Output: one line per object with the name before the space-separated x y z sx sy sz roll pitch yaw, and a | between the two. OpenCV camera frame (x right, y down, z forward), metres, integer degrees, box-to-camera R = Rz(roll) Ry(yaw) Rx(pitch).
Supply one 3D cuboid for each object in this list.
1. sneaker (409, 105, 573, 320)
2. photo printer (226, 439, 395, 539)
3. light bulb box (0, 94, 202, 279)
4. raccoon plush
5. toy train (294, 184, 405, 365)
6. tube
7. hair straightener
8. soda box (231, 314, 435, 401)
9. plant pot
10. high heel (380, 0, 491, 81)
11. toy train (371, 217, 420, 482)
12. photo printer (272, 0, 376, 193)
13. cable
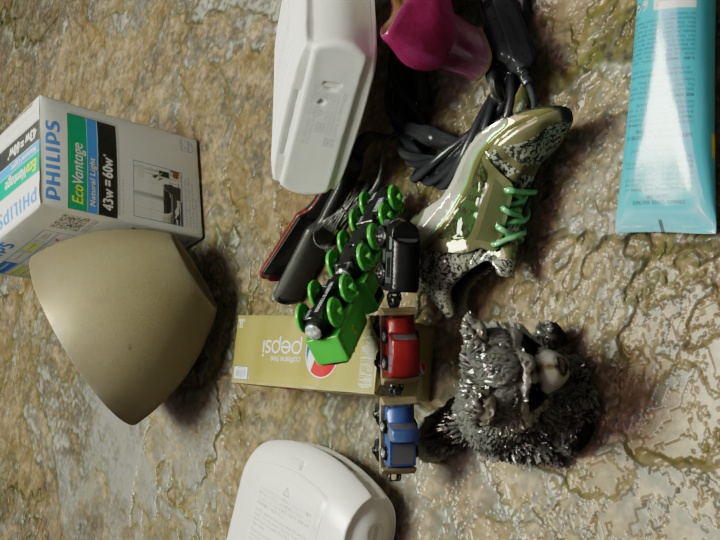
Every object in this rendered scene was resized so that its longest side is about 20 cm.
sneaker | 0.107 -0.039 0.814 0.201 0.076 0.089 -53 57 35
photo printer | -0.052 0.253 0.911 0.165 0.069 0.204 14 91 49
light bulb box | -0.312 -0.075 1.181 0.197 0.198 0.127 -26 63 41
raccoon plush | 0.076 0.104 0.754 0.200 0.133 0.098 -43 53 32
toy train | 0.000 0.000 0.855 0.041 0.057 0.201 -11 30 28
tube | 0.213 -0.127 0.728 0.077 0.050 0.204 2 87 52
hair straightener | -0.020 -0.043 0.977 0.201 0.041 0.077 -52 48 21
soda box | -0.028 0.074 0.928 0.198 0.067 0.065 -2 79 48
plant pot | -0.227 0.035 1.093 0.133 0.201 0.201 -32 51 -2
high heel | 0.031 -0.227 0.844 0.067 0.095 0.202 -47 44 35
toy train | 0.030 0.062 0.812 0.046 0.034 0.204 -174 84 -70
photo printer | -0.034 -0.195 0.929 0.168 0.068 0.202 109 164 -47
cable | 0.079 -0.167 0.889 0.163 0.050 0.203 -47 46 40
